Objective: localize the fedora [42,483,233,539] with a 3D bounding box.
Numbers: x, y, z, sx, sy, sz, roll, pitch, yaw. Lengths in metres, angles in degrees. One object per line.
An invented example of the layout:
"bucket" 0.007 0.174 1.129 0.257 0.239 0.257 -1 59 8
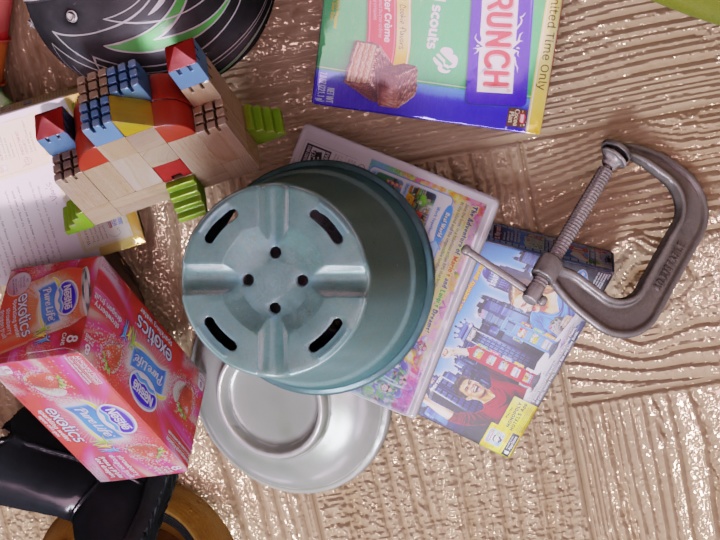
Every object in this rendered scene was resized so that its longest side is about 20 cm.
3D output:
"fedora" -0.201 0.291 1.803 0.199 0.201 0.082 2 145 3

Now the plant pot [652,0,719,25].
"plant pot" 0.331 -0.265 1.586 0.199 0.187 0.188 27 108 -21

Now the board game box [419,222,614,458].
"board game box" 0.090 0.032 1.739 0.199 0.062 0.201 27 109 -3

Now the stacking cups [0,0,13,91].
"stacking cups" -0.332 -0.147 1.716 0.060 0.061 0.201 14 105 -1

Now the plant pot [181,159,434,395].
"plant pot" -0.050 0.007 1.580 0.199 0.196 0.201 0 91 9

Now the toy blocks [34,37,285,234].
"toy blocks" -0.176 -0.111 1.561 0.199 0.100 0.137 -18 148 12

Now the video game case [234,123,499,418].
"video game case" 0.000 0.000 1.683 0.181 0.024 0.201 22 94 9

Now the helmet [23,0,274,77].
"helmet" -0.168 -0.238 1.607 0.199 0.200 0.192 15 97 -1

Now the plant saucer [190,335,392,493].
"plant saucer" -0.071 0.110 1.748 0.199 0.050 0.201 7 108 23

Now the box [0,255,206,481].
"box" -0.221 0.087 1.679 0.095 0.100 0.200 -8 142 23

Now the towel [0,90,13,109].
"towel" -0.409 -0.143 1.699 0.200 0.031 0.150 36 110 13

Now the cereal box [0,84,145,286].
"cereal box" -0.296 -0.064 1.661 0.199 0.040 0.145 -16 109 -4

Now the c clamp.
"c clamp" 0.206 -0.035 1.676 0.171 0.027 0.200 41 67 -5

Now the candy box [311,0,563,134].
"candy box" 0.068 -0.212 1.656 0.199 0.077 0.170 7 107 0

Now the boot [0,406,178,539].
"boot" -0.266 0.220 1.753 0.167 0.201 0.077 13 140 6

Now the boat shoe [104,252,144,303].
"boat shoe" -0.260 -0.025 1.741 0.072 0.068 0.200 -30 106 19
